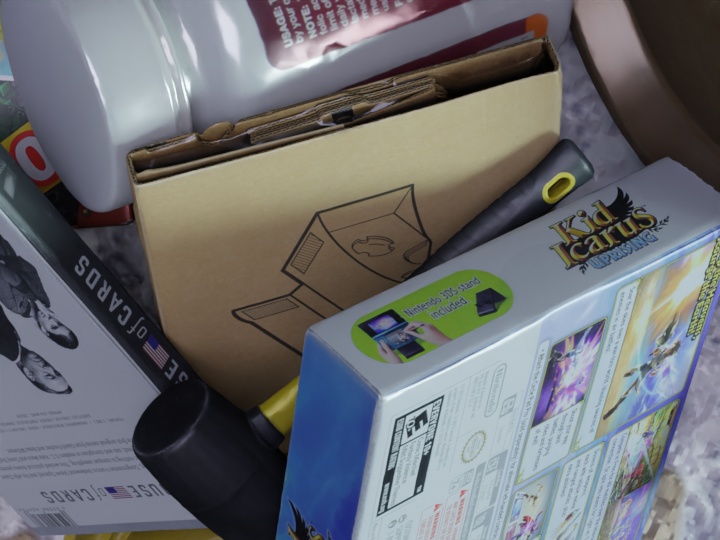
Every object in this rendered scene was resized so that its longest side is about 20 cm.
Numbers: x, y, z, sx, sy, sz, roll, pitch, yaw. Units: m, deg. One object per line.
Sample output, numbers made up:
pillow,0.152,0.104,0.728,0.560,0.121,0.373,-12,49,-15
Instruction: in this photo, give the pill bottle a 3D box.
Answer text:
pill bottle,-0.028,-0.100,0.840,0.200,0.114,0.114,-22,97,-23

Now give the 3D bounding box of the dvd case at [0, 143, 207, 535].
dvd case,-0.137,0.033,0.865,0.150,0.025,0.200,-7,131,42

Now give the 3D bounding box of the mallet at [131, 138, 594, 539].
mallet,0.011,0.029,0.817,0.200,0.041,0.066,-34,121,-1

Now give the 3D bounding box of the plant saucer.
plant saucer,0.131,-0.103,0.788,0.029,0.200,0.200,-23,97,-21

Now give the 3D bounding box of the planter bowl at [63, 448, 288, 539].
planter bowl,-0.042,0.155,0.936,0.200,0.083,0.201,1,99,5

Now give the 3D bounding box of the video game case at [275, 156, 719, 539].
video game case,0.050,0.071,0.836,0.045,0.181,0.200,43,141,32

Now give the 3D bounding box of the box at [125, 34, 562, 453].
box,0.000,0.000,0.852,0.163,0.200,0.021,-16,55,-8

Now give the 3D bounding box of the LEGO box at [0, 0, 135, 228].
LEGO box,-0.191,-0.091,0.914,0.199,0.077,0.149,-3,99,5

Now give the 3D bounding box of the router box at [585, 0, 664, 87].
router box,0.170,-0.171,0.883,0.200,0.051,0.149,-35,96,9
